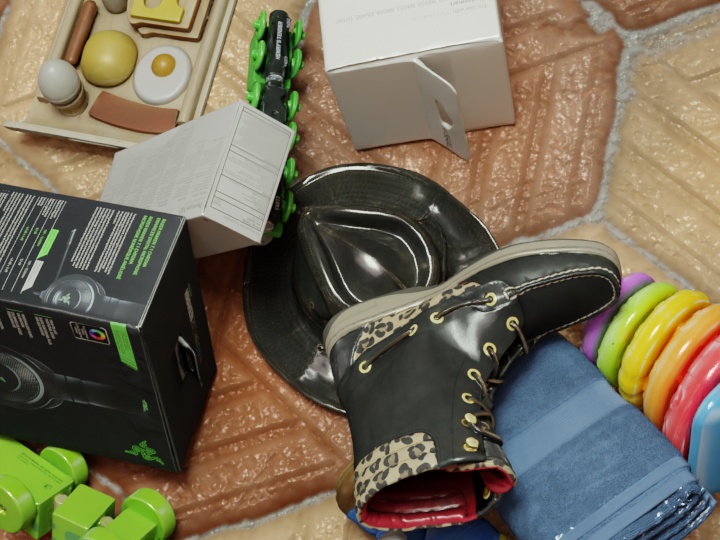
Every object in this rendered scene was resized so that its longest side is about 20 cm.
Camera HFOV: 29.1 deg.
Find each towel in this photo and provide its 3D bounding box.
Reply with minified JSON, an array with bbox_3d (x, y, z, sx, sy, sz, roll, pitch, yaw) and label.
[{"bbox_3d":[0.119,0.109,0.878,0.111,0.049,0.200,-30,47,-11],"label":"towel"}]

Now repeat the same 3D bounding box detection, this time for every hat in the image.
[{"bbox_3d":[0.000,0.000,0.963,0.198,0.081,0.203,-4,70,11],"label":"hat"}]

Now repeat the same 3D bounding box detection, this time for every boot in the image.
[{"bbox_3d":[0.074,0.069,0.845,0.198,0.074,0.152,-15,44,10],"label":"boot"}]

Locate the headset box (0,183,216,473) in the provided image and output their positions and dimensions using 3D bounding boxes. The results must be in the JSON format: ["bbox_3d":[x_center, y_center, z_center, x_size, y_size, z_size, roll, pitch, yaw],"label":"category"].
[{"bbox_3d":[-0.196,0.038,0.923,0.197,0.175,0.093,10,53,9],"label":"headset box"}]

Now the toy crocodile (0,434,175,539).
[{"bbox_3d":[-0.194,0.172,0.952,0.198,0.062,0.067,26,35,20],"label":"toy crocodile"}]

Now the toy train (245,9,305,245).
[{"bbox_3d":[-0.068,-0.105,1.011,0.041,0.057,0.202,12,55,-15],"label":"toy train"}]

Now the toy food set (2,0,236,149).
[{"bbox_3d":[-0.183,-0.187,1.080,0.142,0.060,0.202,10,73,15],"label":"toy food set"}]

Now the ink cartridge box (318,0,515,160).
[{"bbox_3d":[0.038,-0.189,1.000,0.124,0.129,0.202,-9,68,8],"label":"ink cartridge box"}]

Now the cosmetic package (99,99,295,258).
[{"bbox_3d":[-0.123,-0.051,0.959,0.199,0.050,0.083,-10,57,56],"label":"cosmetic package"}]

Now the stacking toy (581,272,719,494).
[{"bbox_3d":[0.185,0.043,0.909,0.116,0.110,0.199,-39,55,-22],"label":"stacking toy"}]

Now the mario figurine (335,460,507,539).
[{"bbox_3d":[0.080,0.177,0.870,0.123,0.106,0.200,-44,66,-9],"label":"mario figurine"}]
